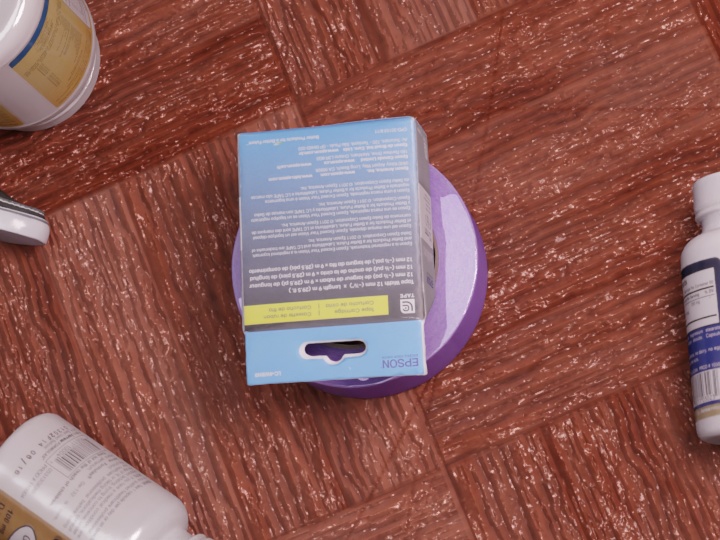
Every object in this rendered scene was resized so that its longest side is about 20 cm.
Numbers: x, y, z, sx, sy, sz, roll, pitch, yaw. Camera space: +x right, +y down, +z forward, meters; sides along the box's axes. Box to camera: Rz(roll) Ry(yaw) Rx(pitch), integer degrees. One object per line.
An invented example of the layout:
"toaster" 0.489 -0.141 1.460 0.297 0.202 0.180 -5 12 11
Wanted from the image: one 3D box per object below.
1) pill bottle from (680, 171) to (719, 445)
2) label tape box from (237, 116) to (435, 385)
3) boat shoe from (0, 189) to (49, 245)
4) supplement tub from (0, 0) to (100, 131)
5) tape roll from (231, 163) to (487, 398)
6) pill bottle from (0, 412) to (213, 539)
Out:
"pill bottle" 0.303 0.027 1.542 0.111 0.111 0.201 -5 78 10
"label tape box" -0.018 -0.011 1.570 0.143 0.066 0.201 -5 81 10
"boat shoe" -0.350 -0.071 1.711 0.200 0.069 0.057 16 82 16
"supplement tub" -0.301 -0.199 1.657 0.144 0.200 0.145 -2 78 10
"tape roll" 0.000 0.000 1.630 0.200 0.066 0.201 -2 79 10
"pill bottle" -0.200 0.211 1.600 0.200 0.114 0.114 32 86 15
